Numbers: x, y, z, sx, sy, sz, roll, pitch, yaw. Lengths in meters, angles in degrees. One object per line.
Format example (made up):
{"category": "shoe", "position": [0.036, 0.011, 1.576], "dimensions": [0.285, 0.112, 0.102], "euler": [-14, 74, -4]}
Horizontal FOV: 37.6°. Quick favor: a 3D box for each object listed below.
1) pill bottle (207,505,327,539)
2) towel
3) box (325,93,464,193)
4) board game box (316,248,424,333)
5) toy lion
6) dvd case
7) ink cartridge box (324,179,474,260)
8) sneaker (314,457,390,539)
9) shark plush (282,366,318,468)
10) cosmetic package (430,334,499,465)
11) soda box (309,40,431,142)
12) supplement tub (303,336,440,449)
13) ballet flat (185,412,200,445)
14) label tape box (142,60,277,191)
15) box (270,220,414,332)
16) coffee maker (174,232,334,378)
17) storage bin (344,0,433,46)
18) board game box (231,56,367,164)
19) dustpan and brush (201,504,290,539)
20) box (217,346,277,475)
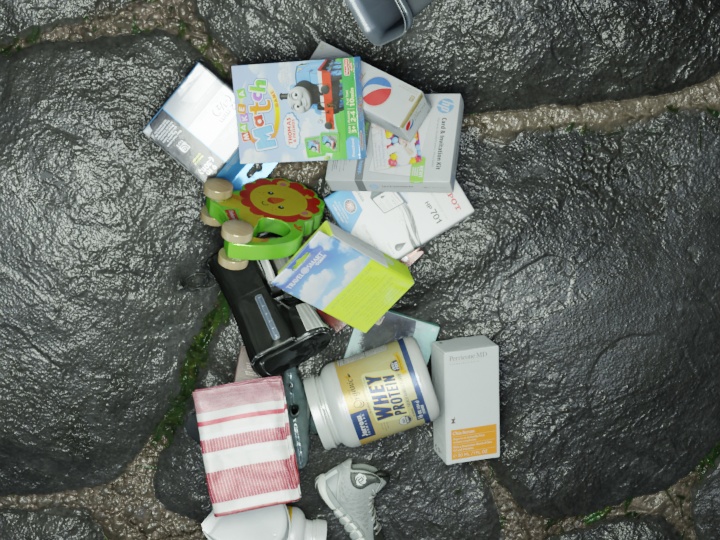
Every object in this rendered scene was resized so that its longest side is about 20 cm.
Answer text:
{"category": "pill bottle", "position": [-0.161, 0.453, 1.819], "dimensions": [0.199, 0.104, 0.105], "euler": [10, 102, -6]}
{"category": "towel", "position": [-0.177, 0.274, 1.656], "dimensions": [0.143, 0.023, 0.202], "euler": [-10, 88, -6]}
{"category": "box", "position": [0.054, -0.199, 1.651], "dimensions": [0.199, 0.041, 0.157], "euler": [3, 68, 15]}
{"category": "board game box", "position": [0.000, 0.000, 1.762], "dimensions": [0.200, 0.019, 0.103], "euler": [-43, 91, 6]}
{"category": "toy lion", "position": [-0.143, -0.084, 1.646], "dimensions": [0.190, 0.200, 0.069], "euler": [-3, 125, -21]}
{"category": "dvd case", "position": [0.038, 0.167, 1.811], "dimensions": [0.145, 0.022, 0.201], "euler": [18, 101, -8]}
{"category": "ink cartridge box", "position": [0.061, -0.102, 1.702], "dimensions": [0.199, 0.086, 0.147], "euler": [-32, 88, 1]}
{"category": "sneaker", "position": [0.020, 0.411, 1.839], "dimensions": [0.115, 0.075, 0.200], "euler": [-37, 101, 2]}
{"category": "shark plush", "position": [-0.102, 0.226, 1.777], "dimensions": [0.090, 0.083, 0.201], "euler": [6, 106, -6]}
{"category": "cosmetic package", "position": [0.179, 0.219, 1.798], "dimensions": [0.101, 0.071, 0.202], "euler": [-7, 104, -14]}
{"category": "soda box", "position": [0.008, -0.277, 1.634], "dimensions": [0.199, 0.064, 0.068], "euler": [31, 86, 24]}
{"category": "supplement tub", "position": [0.018, 0.204, 1.734], "dimensions": [0.199, 0.144, 0.145], "euler": [-19, 103, 0]}
{"category": "ballet flat", "position": [-0.207, 0.304, 1.800], "dimensions": [0.199, 0.073, 0.073], "euler": [29, 99, -9]}
{"category": "label tape box", "position": [-0.224, -0.214, 1.686], "dimensions": [0.200, 0.066, 0.143], "euler": [40, 96, -9]}
{"category": "box", "position": [-0.030, 0.008, 1.614], "dimensions": [0.199, 0.048, 0.122], "euler": [29, 115, -34]}
{"category": "coffee maker", "position": [-0.163, 0.065, 1.684], "dimensions": [0.192, 0.135, 0.201], "euler": [-33, 65, 18]}
{"category": "storage bin", "position": [0.041, -0.469, 1.623], "dimensions": [0.134, 0.145, 0.201], "euler": [-36, 104, -24]}
{"category": "board game box", "position": [-0.094, -0.242, 1.607], "dimensions": [0.199, 0.037, 0.152], "euler": [-1, 102, 19]}
{"category": "dustpan and brush", "position": [-0.147, 0.442, 1.747], "dimensions": [0.200, 0.057, 0.140], "euler": [37, 64, 11]}
{"category": "box", "position": [-0.184, 0.233, 1.734], "dimensions": [0.074, 0.100, 0.201], "euler": [10, 75, -7]}
